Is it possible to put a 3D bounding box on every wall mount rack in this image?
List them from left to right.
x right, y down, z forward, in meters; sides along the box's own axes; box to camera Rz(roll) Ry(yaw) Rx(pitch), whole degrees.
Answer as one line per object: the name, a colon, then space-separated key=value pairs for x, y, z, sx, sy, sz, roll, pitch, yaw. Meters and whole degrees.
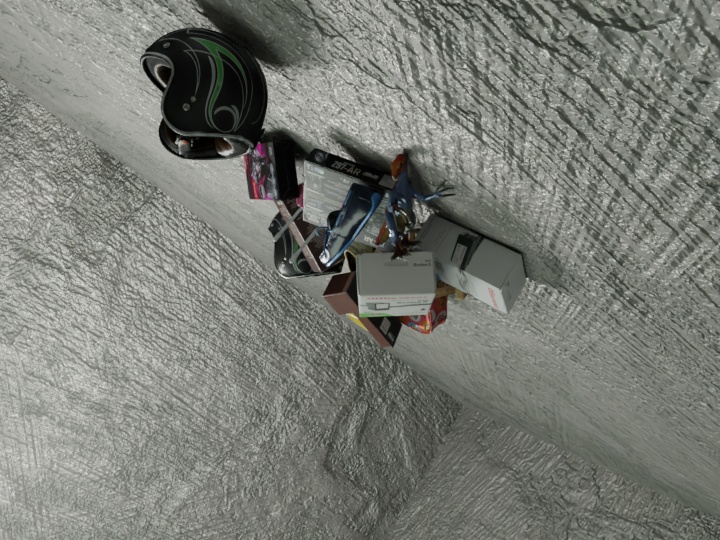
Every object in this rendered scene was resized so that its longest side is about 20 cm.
wall mount rack: x=-0.094 y=-0.094 z=1.530 sx=0.200 sy=0.173 sz=0.075 roll=-133 pitch=32 yaw=-56

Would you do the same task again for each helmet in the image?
helmet: x=-0.250 y=-0.288 z=1.143 sx=0.199 sy=0.191 sz=0.200 roll=-2 pitch=173 yaw=0
helmet: x=-0.132 y=-0.080 z=1.794 sx=0.199 sy=0.191 sz=0.200 roll=-7 pitch=179 yaw=0

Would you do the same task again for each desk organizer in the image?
desk organizer: x=0.006 y=0.094 z=1.644 sx=0.077 sy=0.072 sz=0.200 roll=-11 pitch=130 yaw=39

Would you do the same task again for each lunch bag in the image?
lunch bag: x=0.117 y=0.036 z=1.660 sx=0.176 sy=0.082 sz=0.200 roll=23 pitch=130 yaw=36

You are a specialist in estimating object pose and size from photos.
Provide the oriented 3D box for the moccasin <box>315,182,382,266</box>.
moccasin: x=-0.030 y=-0.090 z=1.330 sx=0.068 sy=0.080 sz=0.200 roll=37 pitch=127 yaw=0

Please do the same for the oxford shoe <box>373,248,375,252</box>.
oxford shoe: x=0.011 y=-0.102 z=1.646 sx=0.071 sy=0.072 sz=0.200 roll=43 pitch=156 yaw=21

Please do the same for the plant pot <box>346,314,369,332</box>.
plant pot: x=0.061 y=0.074 z=1.938 sx=0.201 sy=0.189 sz=0.201 roll=32 pitch=170 yaw=6

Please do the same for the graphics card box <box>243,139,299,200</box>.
graphics card box: x=-0.198 y=-0.217 z=1.549 sx=0.051 sy=0.126 sz=0.200 roll=-11 pitch=-168 yaw=-28

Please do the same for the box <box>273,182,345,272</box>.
box: x=-0.108 y=-0.106 z=1.659 sx=0.200 sy=0.100 sz=0.075 roll=62 pitch=163 yaw=-12

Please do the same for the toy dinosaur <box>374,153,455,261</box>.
toy dinosaur: x=0.058 y=-0.113 z=1.233 sx=0.200 sy=0.105 sz=0.182 roll=5 pitch=116 yaw=43

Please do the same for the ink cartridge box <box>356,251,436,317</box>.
ink cartridge box: x=0.066 y=0.031 z=1.383 sx=0.145 sy=0.084 sz=0.200 roll=-2 pitch=165 yaw=1

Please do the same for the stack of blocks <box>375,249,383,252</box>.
stack of blocks: x=0.102 y=0.027 z=1.769 sx=0.200 sy=0.115 sz=0.059 roll=37 pitch=-170 yaw=-21

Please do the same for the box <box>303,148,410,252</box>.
box: x=-0.012 y=-0.130 z=1.357 sx=0.200 sy=0.044 sz=0.160 roll=21 pitch=140 yaw=13

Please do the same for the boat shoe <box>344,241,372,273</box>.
boat shoe: x=0.000 y=0.000 z=1.644 sx=0.073 sy=0.063 sz=0.200 roll=10 pitch=139 yaw=29

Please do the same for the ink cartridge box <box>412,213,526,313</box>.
ink cartridge box: x=0.213 y=-0.012 z=1.383 sx=0.200 sy=0.084 sz=0.145 roll=28 pitch=169 yaw=26

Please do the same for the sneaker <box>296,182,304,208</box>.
sneaker: x=-0.040 y=-0.164 z=1.467 sx=0.200 sy=0.074 sz=0.087 roll=-5 pitch=-176 yaw=42

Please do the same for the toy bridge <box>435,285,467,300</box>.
toy bridge: x=0.220 y=0.044 z=1.535 sx=0.199 sy=0.027 sz=0.067 roll=-6 pitch=-169 yaw=21

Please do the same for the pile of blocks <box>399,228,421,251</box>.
pile of blocks: x=0.095 y=-0.003 z=1.521 sx=0.062 sy=0.082 sz=0.200 roll=0 pitch=130 yaw=-11
